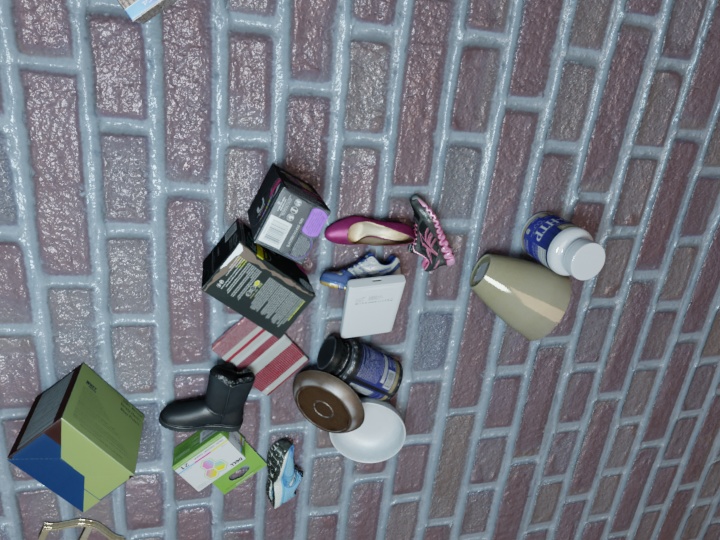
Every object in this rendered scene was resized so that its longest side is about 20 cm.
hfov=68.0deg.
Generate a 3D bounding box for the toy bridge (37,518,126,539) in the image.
[{"bbox_3d":[-0.684,0.654,1.327,0.199,0.027,0.068,25,102,-24],"label":"toy bridge"}]

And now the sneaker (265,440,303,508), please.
[{"bbox_3d":[-0.195,0.526,1.406,0.089,0.078,0.202,-6,119,-33],"label":"sneaker"}]

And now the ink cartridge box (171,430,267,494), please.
[{"bbox_3d":[-0.343,0.484,1.327,0.147,0.076,0.201,-35,114,0],"label":"ink cartridge box"}]

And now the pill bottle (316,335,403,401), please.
[{"bbox_3d":[-0.002,0.238,1.307,0.199,0.112,0.112,29,102,-25],"label":"pill bottle"}]

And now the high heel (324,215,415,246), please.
[{"bbox_3d":[0.022,-0.081,1.189,0.198,0.096,0.068,-9,114,-13],"label":"high heel"}]

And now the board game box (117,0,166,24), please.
[{"bbox_3d":[-0.385,-0.516,0.852,0.096,0.160,0.201,-34,118,0],"label":"board game box"}]

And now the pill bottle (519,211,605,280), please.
[{"bbox_3d":[0.484,-0.057,1.278,0.118,0.200,0.121,-6,114,-14],"label":"pill bottle"}]

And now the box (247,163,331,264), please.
[{"bbox_3d":[-0.149,-0.118,1.065,0.105,0.200,0.123,26,103,-24],"label":"box"}]

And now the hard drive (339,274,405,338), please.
[{"bbox_3d":[0.025,0.087,1.250,0.131,0.027,0.201,-6,141,-14],"label":"hard drive"}]

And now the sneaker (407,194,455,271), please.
[{"bbox_3d":[0.148,-0.079,1.248,0.095,0.079,0.201,-24,116,8],"label":"sneaker"}]

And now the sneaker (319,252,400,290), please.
[{"bbox_3d":[0.000,0.000,1.241,0.198,0.075,0.089,0,99,-22],"label":"sneaker"}]

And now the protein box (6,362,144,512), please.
[{"bbox_3d":[-0.588,0.348,1.130,0.134,0.200,0.199,-35,117,0],"label":"protein box"}]

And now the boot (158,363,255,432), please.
[{"bbox_3d":[-0.353,0.288,1.231,0.198,0.077,0.169,9,116,-16],"label":"boot"}]

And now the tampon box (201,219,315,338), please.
[{"bbox_3d":[-0.216,0.017,1.130,0.200,0.150,0.126,37,99,-26],"label":"tampon box"}]

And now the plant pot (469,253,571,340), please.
[{"bbox_3d":[0.377,0.045,1.316,0.199,0.187,0.188,27,103,-11],"label":"plant pot"}]

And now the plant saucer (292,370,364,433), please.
[{"bbox_3d":[-0.085,0.329,1.297,0.198,0.032,0.202,15,127,20],"label":"plant saucer"}]

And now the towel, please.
[{"bbox_3d":[-0.236,0.196,1.272,0.144,0.023,0.200,-40,118,2],"label":"towel"}]

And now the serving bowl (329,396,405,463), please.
[{"bbox_3d":[0.020,0.406,1.397,0.198,0.066,0.202,2,115,4],"label":"serving bowl"}]
